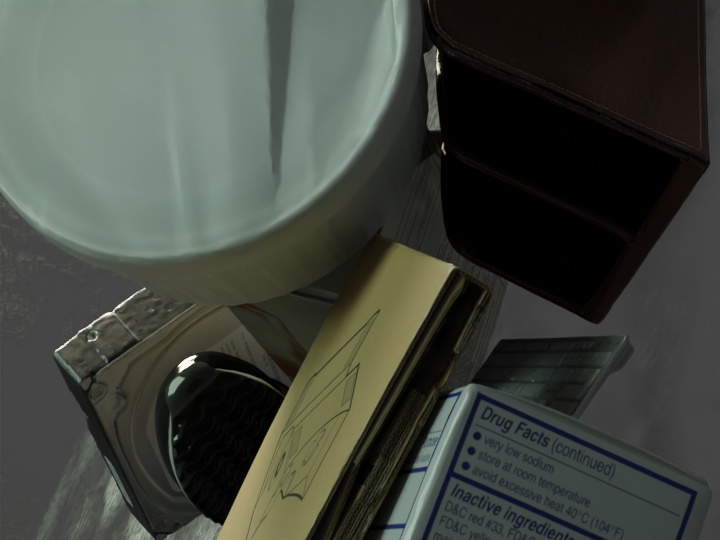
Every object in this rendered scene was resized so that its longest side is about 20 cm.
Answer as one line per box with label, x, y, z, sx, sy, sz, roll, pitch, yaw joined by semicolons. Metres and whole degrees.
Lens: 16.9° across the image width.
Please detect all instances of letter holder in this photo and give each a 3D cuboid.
letter holder;0.074;-0.097;1.113;0.101;0.141;0.201;-58;13;34

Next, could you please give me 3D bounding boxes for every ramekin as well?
ramekin;-0.061;-0.077;1.058;0.204;0.201;0.094;-69;-24;-16

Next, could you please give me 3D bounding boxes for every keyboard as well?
keyboard;0.075;0.054;1.099;0.056;0.011;0.200;-49;7;-10

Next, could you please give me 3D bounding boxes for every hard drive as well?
hard drive;-0.056;0.041;1.303;0.199;0.140;0.038;-35;47;-16

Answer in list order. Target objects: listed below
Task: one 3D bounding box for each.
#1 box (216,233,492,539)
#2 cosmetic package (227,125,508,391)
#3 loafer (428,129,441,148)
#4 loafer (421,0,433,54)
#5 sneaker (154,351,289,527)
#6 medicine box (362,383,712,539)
box;-0.012;0.067;0.946;0.164;0.021;0.200;-62;9;0
cosmetic package;0.000;0.000;1.172;0.200;0.087;0.104;58;-130;-62
loafer;0.045;-0.042;1.392;0.200;0.070;0.074;180;84;-84
loafer;-0.012;-0.122;1.362;0.200;0.072;0.073;-56;-41;-52
sneaker;-0.062;0.082;1.228;0.070;0.200;0.090;-42;55;1
medicine box;0.026;0.155;0.904;0.201;0.102;0.182;-68;10;-11
